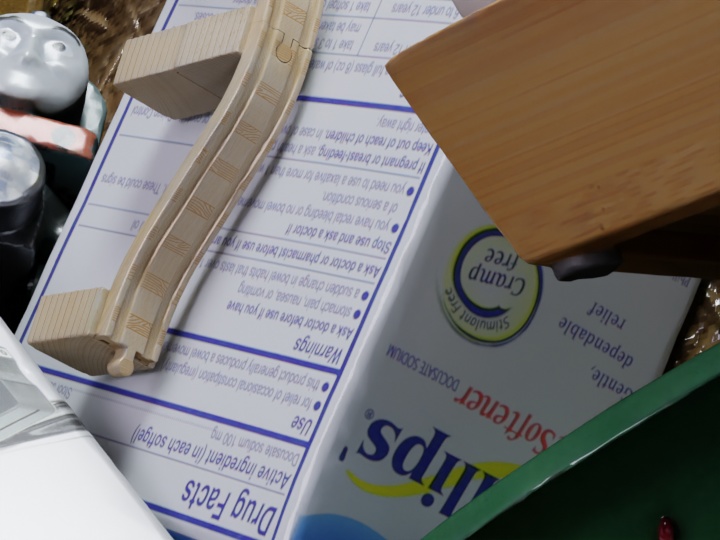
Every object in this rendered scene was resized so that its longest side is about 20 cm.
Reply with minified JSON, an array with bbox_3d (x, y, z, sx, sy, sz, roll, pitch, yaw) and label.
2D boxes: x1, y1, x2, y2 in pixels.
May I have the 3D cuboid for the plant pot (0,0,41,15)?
[{"bbox_3d":[-0.232,-0.120,1.222,0.200,0.186,0.186,9,73,41],"label":"plant pot"}]

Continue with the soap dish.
[{"bbox_3d":[0.130,-0.049,0.691,0.157,0.200,0.081,-23,72,41],"label":"soap dish"}]

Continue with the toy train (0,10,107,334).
[{"bbox_3d":[-0.129,-0.001,1.023,0.200,0.085,0.114,108,173,-54],"label":"toy train"}]

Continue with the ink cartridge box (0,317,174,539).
[{"bbox_3d":[-0.131,0.094,0.873,0.200,0.084,0.145,48,141,35],"label":"ink cartridge box"}]

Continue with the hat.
[{"bbox_3d":[0.105,0.121,0.717,0.176,0.166,0.200,61,141,13],"label":"hat"}]

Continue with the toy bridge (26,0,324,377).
[{"bbox_3d":[-0.043,-0.061,0.875,0.067,0.027,0.200,-10,59,48],"label":"toy bridge"}]

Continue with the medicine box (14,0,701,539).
[{"bbox_3d":[0.000,0.000,0.891,0.182,0.103,0.200,11,76,55],"label":"medicine box"}]
